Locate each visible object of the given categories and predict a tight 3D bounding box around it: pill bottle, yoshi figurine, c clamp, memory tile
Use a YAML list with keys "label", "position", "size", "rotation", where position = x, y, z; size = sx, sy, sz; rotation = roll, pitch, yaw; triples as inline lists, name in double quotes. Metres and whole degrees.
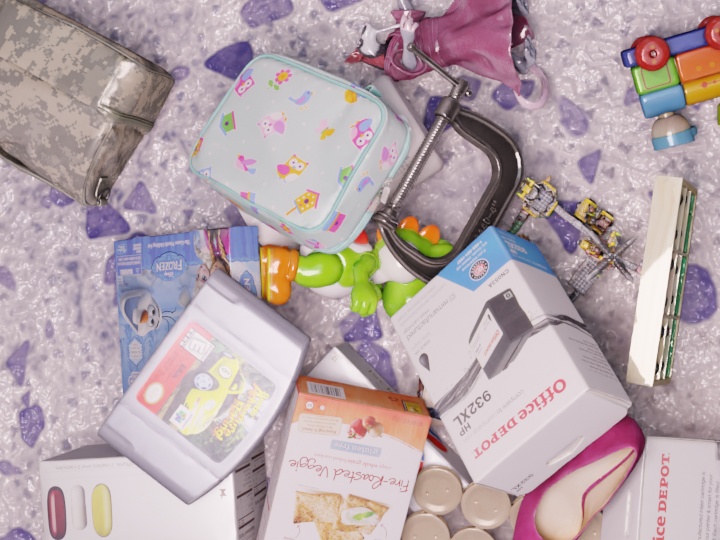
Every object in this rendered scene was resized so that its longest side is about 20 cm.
- label: "pill bottle"
  position: [-0.025, -0.100, 1.537]
  size: [0.200, 0.114, 0.115]
  rotation: [-33, 85, 7]
- label: "yoshi figurine"
  position: [0.001, 0.015, 1.501]
  size: [0.199, 0.112, 0.113]
  rotation: [-4, 54, -11]
- label: "c clamp"
  position: [0.074, -0.093, 1.470]
  size: [0.170, 0.027, 0.201]
  rotation: [27, 81, -22]
- label: "memory tile"
  position: [0.136, 0.282, 1.497]
  size: [0.199, 0.017, 0.154]
  rotation: [14, 104, 6]

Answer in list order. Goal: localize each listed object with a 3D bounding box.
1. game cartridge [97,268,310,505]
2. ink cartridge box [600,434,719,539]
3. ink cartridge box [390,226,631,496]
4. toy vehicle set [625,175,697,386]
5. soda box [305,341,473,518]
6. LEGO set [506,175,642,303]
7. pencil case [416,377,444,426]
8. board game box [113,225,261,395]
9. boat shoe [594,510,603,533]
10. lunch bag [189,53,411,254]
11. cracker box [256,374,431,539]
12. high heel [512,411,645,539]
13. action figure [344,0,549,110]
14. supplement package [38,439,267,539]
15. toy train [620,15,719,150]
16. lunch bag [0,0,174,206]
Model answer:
- label: "game cartridge"
  position: [-0.143, 0.116, 1.440]
  size: [0.133, 0.041, 0.200]
  rotation: [36, 93, 2]
- label: "ink cartridge box"
  position: [0.337, 0.235, 1.451]
  size: [0.199, 0.084, 0.147]
  rotation: [7, 86, -17]
- label: "ink cartridge box"
  position: [0.136, 0.084, 1.403]
  size: [0.145, 0.084, 0.200]
  rotation: [-43, 53, 21]
- label: "toy vehicle set"
  position: [0.297, 0.012, 1.480]
  size: [0.026, 0.124, 0.201]
  rotation: [8, 91, 19]
- label: "soda box"
  position: [0.027, 0.167, 1.549]
  size: [0.200, 0.068, 0.064]
  rotation: [45, 98, 6]
- label: "LEGO set"
  position: [0.172, 0.005, 1.503]
  size: [0.200, 0.116, 0.154]
  rotation: [-45, 83, 6]
- label: "pencil case"
  position: [0.154, 0.135, 1.519]
  size: [0.199, 0.089, 0.078]
  rotation: [11, 84, 9]
- label: "board game box"
  position: [-0.176, 0.061, 1.540]
  size: [0.200, 0.043, 0.200]
  rotation: [-5, 89, 47]
- label: "boat shoe"
  position: [0.212, 0.243, 1.521]
  size: [0.063, 0.073, 0.201]
  rotation: [37, 102, 2]
- label: "lunch bag"
  position: [-0.053, -0.116, 1.441]
  size: [0.200, 0.077, 0.161]
  rotation: [28, 82, 34]
- label: "cracker box"
  position: [-0.020, 0.214, 1.478]
  size: [0.133, 0.058, 0.201]
  rotation: [11, 105, -9]
- label: "high heel"
  position: [0.203, 0.220, 1.411]
  size: [0.067, 0.096, 0.200]
  rotation: [32, 105, -8]
- label: "action figure"
  position: [0.081, -0.235, 1.548]
  size: [0.199, 0.134, 0.149]
  rotation: [-13, 130, 21]
- label: "supplement package"
  position: [-0.206, 0.235, 1.541]
  size: [0.199, 0.156, 0.111]
  rotation: [-5, 89, 8]
- label: "toy train"
  position: [0.369, -0.197, 1.498]
  size: [0.199, 0.085, 0.116]
  rotation: [-15, 98, 8]
- label: "lunch bag"
  position: [-0.319, -0.177, 1.570]
  size: [0.199, 0.139, 0.168]
  rotation: [29, 93, 9]
